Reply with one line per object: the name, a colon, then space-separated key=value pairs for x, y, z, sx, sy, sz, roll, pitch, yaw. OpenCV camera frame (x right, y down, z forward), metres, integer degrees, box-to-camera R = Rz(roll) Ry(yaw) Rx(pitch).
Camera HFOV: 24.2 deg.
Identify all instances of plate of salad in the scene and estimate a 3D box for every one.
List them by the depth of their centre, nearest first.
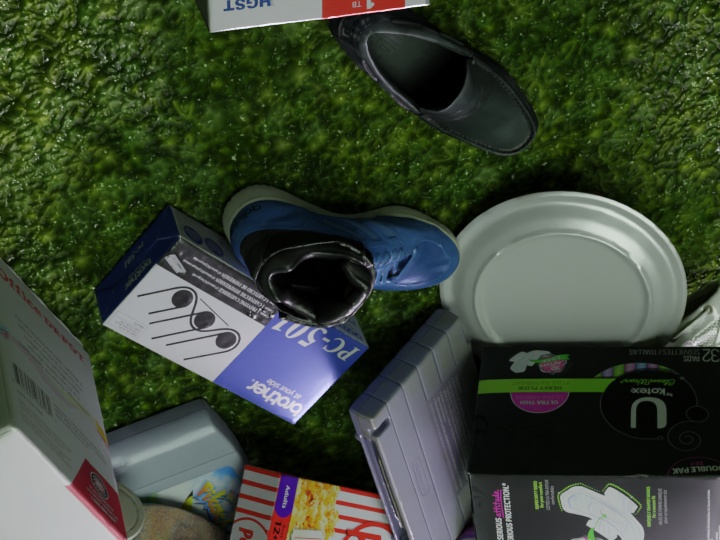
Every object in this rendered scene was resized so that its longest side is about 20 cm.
plate of salad: x=0.163 y=0.012 z=1.350 sx=0.197 sy=0.048 sz=0.202 roll=4 pitch=130 yaw=5

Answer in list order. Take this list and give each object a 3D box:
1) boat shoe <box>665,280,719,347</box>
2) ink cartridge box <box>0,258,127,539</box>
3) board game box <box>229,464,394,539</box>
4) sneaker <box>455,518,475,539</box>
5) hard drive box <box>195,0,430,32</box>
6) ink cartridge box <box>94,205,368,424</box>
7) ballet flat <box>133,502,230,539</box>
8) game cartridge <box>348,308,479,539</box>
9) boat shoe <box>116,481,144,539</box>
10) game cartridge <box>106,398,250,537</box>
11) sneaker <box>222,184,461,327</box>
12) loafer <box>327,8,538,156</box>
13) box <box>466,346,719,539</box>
boat shoe: x=0.229 y=0.067 z=1.422 sx=0.198 sy=0.071 sz=0.070 roll=-28 pitch=111 yaw=8
ink cartridge box: x=-0.245 y=0.102 z=1.171 sx=0.085 sy=0.201 sz=0.148 roll=-31 pitch=130 yaw=5
board game box: x=-0.030 y=0.253 z=1.392 sx=0.199 sy=0.046 sz=0.153 roll=18 pitch=81 yaw=-47
sneaker: x=0.168 y=0.222 z=1.427 sx=0.199 sy=0.114 sz=0.073 roll=-21 pitch=99 yaw=31
hard drive box: x=-0.033 y=-0.265 z=1.060 sx=0.154 sy=0.077 sz=0.202 roll=-10 pitch=128 yaw=-13
ink cartridge box: x=-0.096 y=0.038 z=1.282 sx=0.199 sy=0.044 sz=0.094 roll=31 pitch=112 yaw=-36
ballet flat: x=-0.121 y=0.251 z=1.374 sx=0.199 sy=0.067 sz=0.068 roll=32 pitch=109 yaw=-36
game cartridge: x=0.058 y=0.143 z=1.390 sx=0.130 sy=0.038 sz=0.201 roll=-50 pitch=139 yaw=-32
boat shoe: x=-0.266 y=0.199 z=1.307 sx=0.197 sy=0.075 sz=0.066 roll=-1 pitch=141 yaw=-5
game cartridge: x=-0.147 y=0.200 z=1.392 sx=0.132 sy=0.041 sz=0.201 roll=-23 pitch=130 yaw=-9
sneaker: x=-0.001 y=0.001 z=1.249 sx=0.198 sy=0.112 sz=0.077 roll=14 pitch=119 yaw=-29
loafer: x=0.058 y=-0.133 z=1.198 sx=0.200 sy=0.071 sz=0.068 roll=32 pitch=110 yaw=-36
box: x=0.191 y=0.152 z=1.331 sx=0.197 sy=0.149 sz=0.125 roll=0 pitch=129 yaw=10
